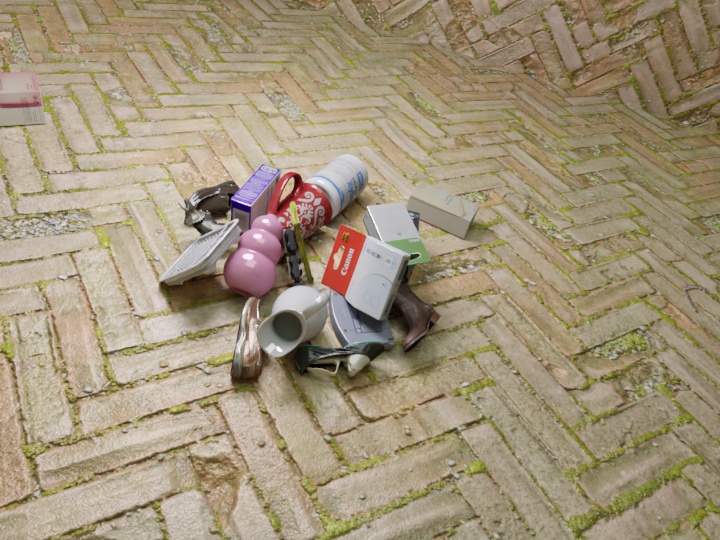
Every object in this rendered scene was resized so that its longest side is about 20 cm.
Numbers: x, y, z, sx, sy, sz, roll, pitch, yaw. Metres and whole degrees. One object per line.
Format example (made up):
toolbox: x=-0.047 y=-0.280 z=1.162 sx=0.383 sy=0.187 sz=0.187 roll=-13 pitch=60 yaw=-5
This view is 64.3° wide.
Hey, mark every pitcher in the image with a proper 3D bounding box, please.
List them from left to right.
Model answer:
pitcher: x=-0.120 y=0.089 z=1.229 sx=0.122 sy=0.171 sz=0.200 roll=54 pitch=14 yaw=-4

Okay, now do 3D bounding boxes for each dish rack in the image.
dish rack: x=-0.364 y=-0.033 z=1.326 sx=0.044 sy=0.199 sz=0.172 roll=51 pitch=46 yaw=-24

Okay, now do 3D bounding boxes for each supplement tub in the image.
supplement tub: x=-0.075 y=-0.243 z=1.667 sx=0.131 sy=0.133 sz=0.200 roll=28 pitch=43 yaw=14

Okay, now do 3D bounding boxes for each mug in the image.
mug: x=-0.195 y=-0.145 z=1.510 sx=0.178 sy=0.133 sz=0.200 roll=55 pitch=48 yaw=-13

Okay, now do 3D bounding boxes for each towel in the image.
towel: x=-0.142 y=-0.067 z=1.402 sx=0.018 sy=0.201 sz=0.086 roll=-11 pitch=45 yaw=-2

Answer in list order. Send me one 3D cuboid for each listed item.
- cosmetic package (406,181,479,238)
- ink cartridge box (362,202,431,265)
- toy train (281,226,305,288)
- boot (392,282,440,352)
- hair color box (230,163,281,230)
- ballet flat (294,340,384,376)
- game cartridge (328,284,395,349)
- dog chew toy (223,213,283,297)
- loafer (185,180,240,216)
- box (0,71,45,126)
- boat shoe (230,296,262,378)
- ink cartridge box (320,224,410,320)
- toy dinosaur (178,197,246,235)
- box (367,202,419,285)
cosmetic package: x=0.249 y=-0.186 z=1.749 sx=0.199 sy=0.073 sz=0.104 roll=24 pitch=41 yaw=12
ink cartridge box: x=0.087 y=-0.074 z=1.410 sx=0.103 sy=0.060 sz=0.201 roll=-8 pitch=54 yaw=-20
toy train: x=-0.163 y=-0.009 z=1.387 sx=0.034 sy=0.046 sz=0.202 roll=-4 pitch=76 yaw=-30
boot: x=0.081 y=0.085 z=1.368 sx=0.200 sy=0.064 sz=0.186 roll=43 pitch=32 yaw=7
hair color box: x=-0.285 y=-0.192 z=1.562 sx=0.064 sy=0.110 sz=0.200 roll=19 pitch=40 yaw=7
ballet flat: x=-0.042 y=0.197 z=1.245 sx=0.198 sy=0.068 sz=0.069 roll=-4 pitch=53 yaw=-6
game cartridge: x=-0.006 y=0.109 z=1.370 sx=0.132 sy=0.041 sz=0.201 roll=2 pitch=42 yaw=-20
dog chew toy: x=-0.243 y=-0.040 z=1.354 sx=0.124 sy=0.125 sz=0.201 roll=18 pitch=74 yaw=4
loafer: x=-0.389 y=-0.187 z=1.551 sx=0.071 sy=0.073 sz=0.200 roll=29 pitch=43 yaw=19
box: x=-1.044 y=-0.500 z=1.672 sx=0.199 sy=0.109 sz=0.128 roll=-12 pitch=48 yaw=-29
boat shoe: x=-0.231 y=0.147 z=1.236 sx=0.071 sy=0.076 sz=0.201 roll=11 pitch=50 yaw=-11
ink cartridge box: x=0.000 y=0.000 z=1.333 sx=0.199 sy=0.161 sz=0.047 roll=26 pitch=14 yaw=24
toy dinosaur: x=-0.370 y=-0.104 z=1.445 sx=0.199 sy=0.077 sz=0.102 roll=33 pitch=7 yaw=-8
box: x=0.083 y=-0.066 z=1.532 sx=0.131 sy=0.115 sz=0.201 roll=13 pitch=43 yaw=-4
